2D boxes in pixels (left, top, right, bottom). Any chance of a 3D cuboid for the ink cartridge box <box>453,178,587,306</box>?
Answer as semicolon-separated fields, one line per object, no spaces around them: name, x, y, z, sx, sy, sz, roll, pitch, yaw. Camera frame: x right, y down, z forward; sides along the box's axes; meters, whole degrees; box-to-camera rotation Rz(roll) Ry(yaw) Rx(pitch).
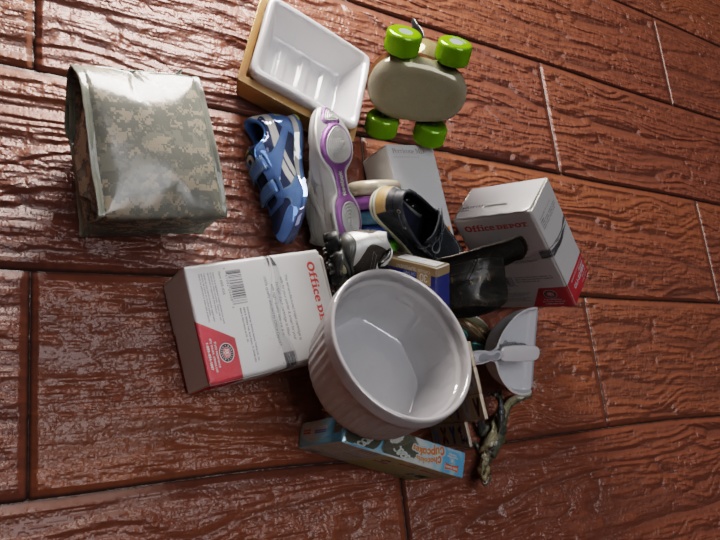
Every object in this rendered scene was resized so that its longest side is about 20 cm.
ink cartridge box;0.262;-0.040;1.132;0.201;0.143;0.084;56;50;-30

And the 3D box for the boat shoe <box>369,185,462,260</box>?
boat shoe;0.094;-0.058;1.009;0.199;0.062;0.076;36;63;-39

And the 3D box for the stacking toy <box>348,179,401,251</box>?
stacking toy;0.023;-0.031;1.039;0.084;0.085;0.204;-4;93;-35

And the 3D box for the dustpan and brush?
dustpan and brush;0.220;0.128;1.074;0.197;0.057;0.142;2;93;-32

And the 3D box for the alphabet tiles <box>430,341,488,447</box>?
alphabet tiles;0.123;0.163;0.980;0.007;0.200;0.170;-8;79;-17

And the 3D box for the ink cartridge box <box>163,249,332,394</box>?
ink cartridge box;-0.135;0.063;0.900;0.198;0.083;0.147;-9;79;-36

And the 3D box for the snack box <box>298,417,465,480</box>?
snack box;0.030;0.242;0.936;0.198;0.116;0.038;24;62;-27

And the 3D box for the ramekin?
ramekin;0.029;0.111;0.859;0.197;0.105;0.203;18;50;-22

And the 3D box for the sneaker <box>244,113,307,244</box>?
sneaker;-0.124;-0.132;0.983;0.081;0.074;0.203;5;65;-31

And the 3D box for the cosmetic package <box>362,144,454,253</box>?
cosmetic package;0.081;-0.093;1.110;0.100;0.071;0.203;-6;78;-36

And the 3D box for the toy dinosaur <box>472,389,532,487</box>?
toy dinosaur;0.213;0.243;1.110;0.201;0.047;0.089;-51;120;-35

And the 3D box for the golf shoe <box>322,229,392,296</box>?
golf shoe;0.000;0.000;0.943;0.093;0.200;0.079;-15;76;-6

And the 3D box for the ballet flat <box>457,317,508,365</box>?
ballet flat;0.163;0.095;1.117;0.198;0.068;0.073;23;43;-27

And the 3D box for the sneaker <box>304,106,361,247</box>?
sneaker;-0.058;-0.131;0.999;0.074;0.099;0.204;-3;85;-46

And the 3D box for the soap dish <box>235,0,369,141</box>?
soap dish;-0.087;-0.296;1.053;0.198;0.081;0.160;23;63;-27

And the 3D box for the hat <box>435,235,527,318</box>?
hat;0.166;0.025;1.029;0.198;0.200;0.082;-5;68;-35

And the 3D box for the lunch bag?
lunch bag;-0.268;-0.150;0.857;0.162;0.117;0.204;-5;82;-34

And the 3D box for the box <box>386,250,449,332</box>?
box;0.071;0.080;0.970;0.032;0.120;0.204;-19;113;-40

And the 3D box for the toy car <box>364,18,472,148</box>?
toy car;0.082;-0.324;1.120;0.155;0.166;0.202;8;38;-10
